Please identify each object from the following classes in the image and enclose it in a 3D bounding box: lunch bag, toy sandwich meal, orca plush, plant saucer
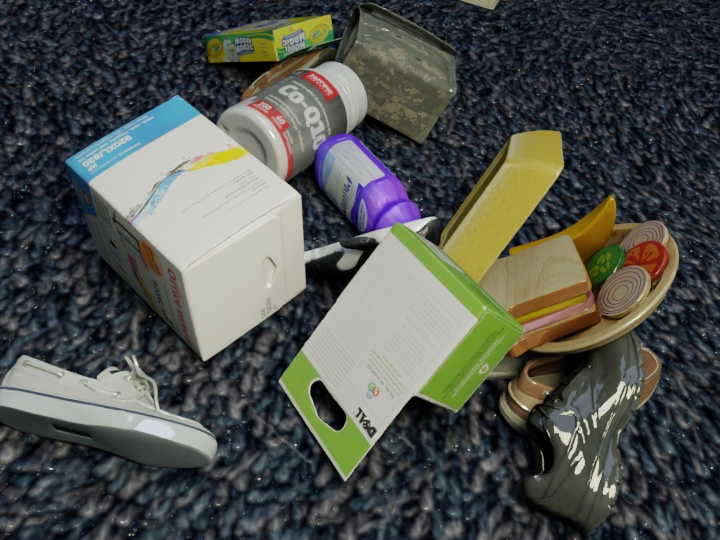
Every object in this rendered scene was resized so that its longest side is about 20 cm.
[{"bbox_3d":[0.050,-0.306,1.271,0.163,0.118,0.201,25,36,-14],"label":"lunch bag"},{"bbox_3d":[0.208,0.003,0.852,0.204,0.071,0.206,-30,24,15],"label":"toy sandwich meal"},{"bbox_3d":[0.000,0.000,0.937,0.198,0.072,0.105,-14,-2,14],"label":"orca plush"},{"bbox_3d":[0.136,-0.062,0.922,0.048,0.201,0.200,34,22,-2],"label":"plant saucer"}]

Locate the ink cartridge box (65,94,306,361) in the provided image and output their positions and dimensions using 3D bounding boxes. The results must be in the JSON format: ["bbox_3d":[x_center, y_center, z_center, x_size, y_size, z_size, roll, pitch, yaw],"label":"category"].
[{"bbox_3d":[-0.172,-0.045,0.884,0.144,0.148,0.200,-36,59,-26],"label":"ink cartridge box"}]

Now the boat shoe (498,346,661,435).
[{"bbox_3d":[0.235,0.111,0.884,0.198,0.072,0.076,-14,46,-28],"label":"boat shoe"}]

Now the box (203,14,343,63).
[{"bbox_3d":[-0.129,-0.340,1.277,0.199,0.049,0.117,14,32,43],"label":"box"}]

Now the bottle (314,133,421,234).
[{"bbox_3d":[0.017,-0.083,1.047,0.065,0.084,0.200,-21,50,-25],"label":"bottle"}]

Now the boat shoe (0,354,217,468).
[{"bbox_3d":[-0.215,0.111,0.761,0.200,0.075,0.087,10,56,8],"label":"boat shoe"}]

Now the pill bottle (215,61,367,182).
[{"bbox_3d":[-0.083,-0.192,1.118,0.113,0.115,0.200,30,45,20],"label":"pill bottle"}]

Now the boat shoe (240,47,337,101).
[{"bbox_3d":[-0.101,-0.277,1.253,0.073,0.076,0.200,22,40,17],"label":"boat shoe"}]

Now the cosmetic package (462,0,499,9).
[{"bbox_3d":[0.249,-0.597,1.722,0.103,0.074,0.201,20,41,9],"label":"cosmetic package"}]

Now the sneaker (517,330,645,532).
[{"bbox_3d":[0.202,0.130,0.797,0.090,0.076,0.202,20,66,0],"label":"sneaker"}]

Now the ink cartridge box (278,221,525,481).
[{"bbox_3d":[0.032,0.080,0.819,0.075,0.201,0.148,27,15,-46],"label":"ink cartridge box"}]

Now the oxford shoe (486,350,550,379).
[{"bbox_3d":[0.155,0.074,0.920,0.198,0.058,0.075,-5,40,-23],"label":"oxford shoe"}]
